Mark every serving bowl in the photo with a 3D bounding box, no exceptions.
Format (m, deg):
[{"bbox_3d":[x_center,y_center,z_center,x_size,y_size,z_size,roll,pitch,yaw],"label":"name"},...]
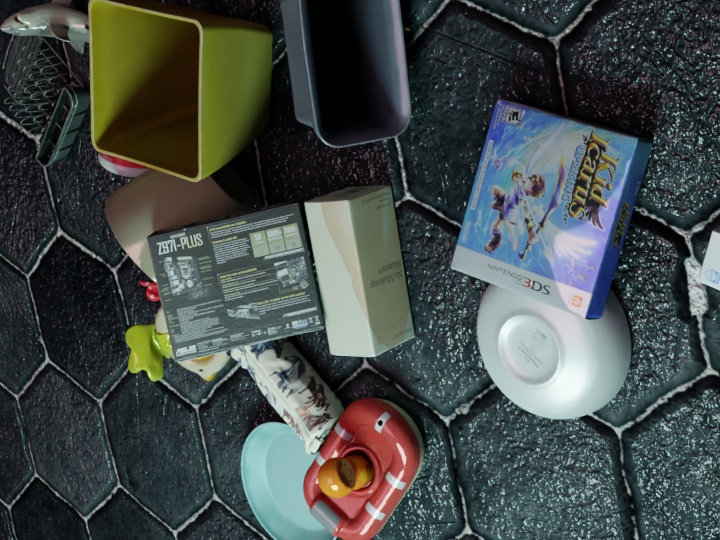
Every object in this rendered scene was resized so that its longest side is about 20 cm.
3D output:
[{"bbox_3d":[0.211,0.083,1.444,0.198,0.065,0.203,14,113,37],"label":"serving bowl"}]

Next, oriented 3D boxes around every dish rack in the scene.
[{"bbox_3d":[-0.505,-0.283,1.956,0.200,0.054,0.154,49,129,18],"label":"dish rack"}]

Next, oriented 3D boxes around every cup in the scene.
[{"bbox_3d":[-0.228,-0.076,1.711,0.143,0.200,0.201,-42,75,16],"label":"cup"}]

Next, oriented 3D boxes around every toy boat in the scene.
[{"bbox_3d":[-0.010,0.264,1.638,0.130,0.130,0.201,38,108,22],"label":"toy boat"}]

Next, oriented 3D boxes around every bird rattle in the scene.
[{"bbox_3d":[-0.256,0.078,1.850,0.162,0.113,0.201,33,124,3],"label":"bird rattle"}]

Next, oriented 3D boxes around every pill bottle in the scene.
[{"bbox_3d":[-0.310,-0.243,1.760,0.110,0.110,0.202,26,120,32],"label":"pill bottle"}]

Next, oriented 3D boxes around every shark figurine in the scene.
[{"bbox_3d":[-0.410,-0.338,1.857,0.213,0.129,0.090,30,150,10],"label":"shark figurine"}]

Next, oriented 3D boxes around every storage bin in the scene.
[{"bbox_3d":[-0.021,-0.261,1.498,0.134,0.144,0.203,-156,56,-65],"label":"storage bin"}]

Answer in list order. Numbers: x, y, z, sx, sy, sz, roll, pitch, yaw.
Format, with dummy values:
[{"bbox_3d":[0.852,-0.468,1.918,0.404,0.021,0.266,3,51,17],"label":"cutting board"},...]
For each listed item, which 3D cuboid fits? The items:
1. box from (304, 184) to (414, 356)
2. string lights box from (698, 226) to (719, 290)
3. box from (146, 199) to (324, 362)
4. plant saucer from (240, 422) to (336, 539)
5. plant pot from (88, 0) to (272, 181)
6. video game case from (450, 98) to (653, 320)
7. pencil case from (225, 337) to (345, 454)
[{"bbox_3d":[0.000,0.000,1.583,0.077,0.095,0.203,0,106,40],"label":"box"},{"bbox_3d":[0.439,0.010,1.193,0.199,0.102,0.060,27,120,32],"label":"string lights box"},{"bbox_3d":[-0.158,0.012,1.598,0.197,0.086,0.166,-13,97,-2],"label":"box"},{"bbox_3d":[-0.092,0.310,1.807,0.198,0.036,0.203,14,113,37],"label":"plant saucer"},{"bbox_3d":[-0.221,-0.252,1.630,0.198,0.176,0.202,18,117,32],"label":"plant pot"},{"bbox_3d":[0.207,-0.070,1.374,0.180,0.045,0.202,21,101,33],"label":"video game case"},{"bbox_3d":[-0.100,0.160,1.728,0.200,0.089,0.078,49,130,16],"label":"pencil case"}]
